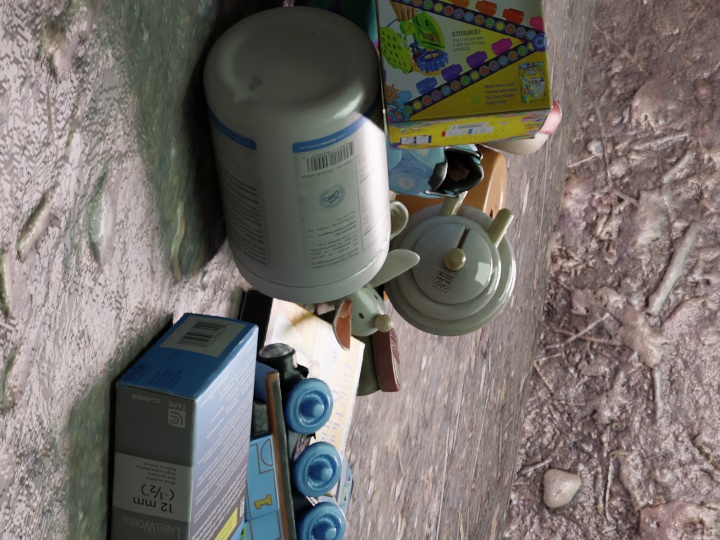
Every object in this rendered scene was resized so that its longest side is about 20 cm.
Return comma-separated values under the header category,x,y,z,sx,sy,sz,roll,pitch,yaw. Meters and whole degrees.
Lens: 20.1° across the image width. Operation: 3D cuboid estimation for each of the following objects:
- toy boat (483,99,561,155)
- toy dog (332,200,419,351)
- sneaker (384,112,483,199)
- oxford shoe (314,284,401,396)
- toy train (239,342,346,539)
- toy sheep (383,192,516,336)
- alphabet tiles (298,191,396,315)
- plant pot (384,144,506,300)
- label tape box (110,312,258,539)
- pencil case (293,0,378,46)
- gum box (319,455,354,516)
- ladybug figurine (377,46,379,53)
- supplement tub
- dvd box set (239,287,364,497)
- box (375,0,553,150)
category,x,y,z,sx,sy,sz,roll,pitch,yaw
toy boat,0.118,-0.206,2.013,0.131,0.200,0.130,-54,172,8
toy dog,0.000,0.000,1.723,0.132,0.096,0.200,-61,149,3
sneaker,0.067,-0.088,1.782,0.200,0.090,0.079,-15,127,-69
oxford shoe,-0.013,0.021,1.917,0.070,0.074,0.201,54,25,-73
toy train,-0.078,0.159,1.607,0.114,0.087,0.201,-17,112,-32
toy sheep,0.084,-0.004,1.887,0.200,0.137,0.138,68,32,-80
alphabet tiles,-0.018,-0.049,1.774,0.195,0.015,0.201,-17,129,-57
plant pot,0.067,-0.060,2.050,0.200,0.139,0.201,9,90,-77
label tape box,-0.129,0.150,1.473,0.143,0.066,0.201,-53,152,-65
pencil case,-0.022,-0.216,1.656,0.092,0.085,0.201,36,57,-35
gum box,-0.056,0.235,1.917,0.200,0.044,0.170,78,24,-60
ladybug figurine,0.042,-0.193,1.837,0.200,0.072,0.136,-36,133,-34
supplement tub,-0.045,-0.086,1.531,0.200,0.131,0.132,86,17,-49
dvd box set,-0.058,0.109,1.749,0.200,0.029,0.147,35,65,-63
box,0.072,-0.199,1.531,0.200,0.121,0.193,61,24,-87
